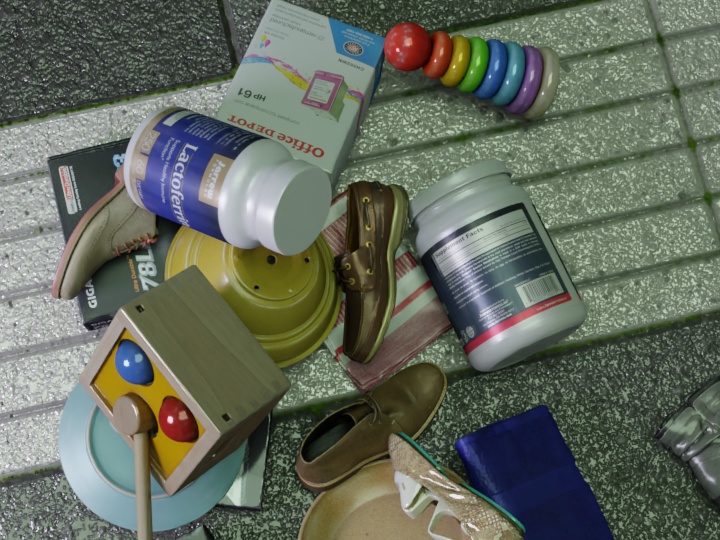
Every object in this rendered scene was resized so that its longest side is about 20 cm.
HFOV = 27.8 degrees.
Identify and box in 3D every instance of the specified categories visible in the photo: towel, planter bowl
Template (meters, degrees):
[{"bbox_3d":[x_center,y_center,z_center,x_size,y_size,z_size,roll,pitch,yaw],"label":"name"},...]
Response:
[{"bbox_3d":[0.188,0.252,1.549,0.147,0.050,0.201,-14,71,-42],"label":"towel"},{"bbox_3d":[-0.002,0.019,1.637,0.144,0.023,0.200,-37,80,-11],"label":"towel"},{"bbox_3d":[-0.104,0.000,1.559,0.199,0.083,0.201,6,69,-17],"label":"planter bowl"}]

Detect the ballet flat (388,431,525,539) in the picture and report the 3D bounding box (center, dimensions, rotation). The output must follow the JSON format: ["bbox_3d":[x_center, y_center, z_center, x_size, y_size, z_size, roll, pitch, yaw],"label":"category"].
[{"bbox_3d":[0.081,0.237,1.493,0.065,0.071,0.200,-46,46,-12],"label":"ballet flat"}]

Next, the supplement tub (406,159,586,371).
[{"bbox_3d":[0.146,-0.004,1.587,0.140,0.140,0.201,-24,78,-8],"label":"supplement tub"}]

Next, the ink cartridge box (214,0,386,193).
[{"bbox_3d":[-0.070,-0.186,1.628,0.144,0.085,0.201,20,62,2],"label":"ink cartridge box"}]

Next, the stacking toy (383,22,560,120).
[{"bbox_3d":[0.122,-0.233,1.643,0.199,0.085,0.086,12,75,-18],"label":"stacking toy"}]

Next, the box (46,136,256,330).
[{"bbox_3d":[-0.234,-0.052,1.632,0.198,0.050,0.201,-13,77,-6],"label":"box"}]

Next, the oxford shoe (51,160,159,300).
[{"bbox_3d":[-0.259,-0.044,1.570,0.075,0.070,0.200,33,80,1],"label":"oxford shoe"}]

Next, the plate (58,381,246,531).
[{"bbox_3d":[-0.220,0.174,1.536,0.199,0.026,0.201,1,77,-3],"label":"plate"}]

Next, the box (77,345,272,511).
[{"bbox_3d":[-0.197,0.172,1.577,0.199,0.050,0.159,7,76,-1],"label":"box"}]

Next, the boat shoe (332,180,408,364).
[{"bbox_3d":[0.000,0.000,1.581,0.067,0.072,0.201,12,82,-23],"label":"boat shoe"}]

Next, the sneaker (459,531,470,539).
[{"bbox_3d":[0.117,0.342,1.522,0.076,0.081,0.201,33,73,-14],"label":"sneaker"}]

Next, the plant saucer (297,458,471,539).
[{"bbox_3d":[0.034,0.287,1.528,0.199,0.036,0.201,-9,43,8],"label":"plant saucer"}]

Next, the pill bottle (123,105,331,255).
[{"bbox_3d":[-0.135,-0.090,1.487,0.199,0.116,0.116,21,75,31],"label":"pill bottle"}]

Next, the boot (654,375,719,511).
[{"bbox_3d":[0.433,0.164,1.600,0.200,0.068,0.131,-33,74,-11],"label":"boot"}]

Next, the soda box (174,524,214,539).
[{"bbox_3d":[-0.235,0.342,1.523,0.199,0.071,0.064,-29,80,-9],"label":"soda box"}]

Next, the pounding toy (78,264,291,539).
[{"bbox_3d":[-0.191,0.141,1.449,0.142,0.200,0.184,-33,79,-39],"label":"pounding toy"}]

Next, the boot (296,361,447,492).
[{"bbox_3d":[0.015,0.160,1.571,0.200,0.076,0.074,-36,64,-17],"label":"boot"}]
